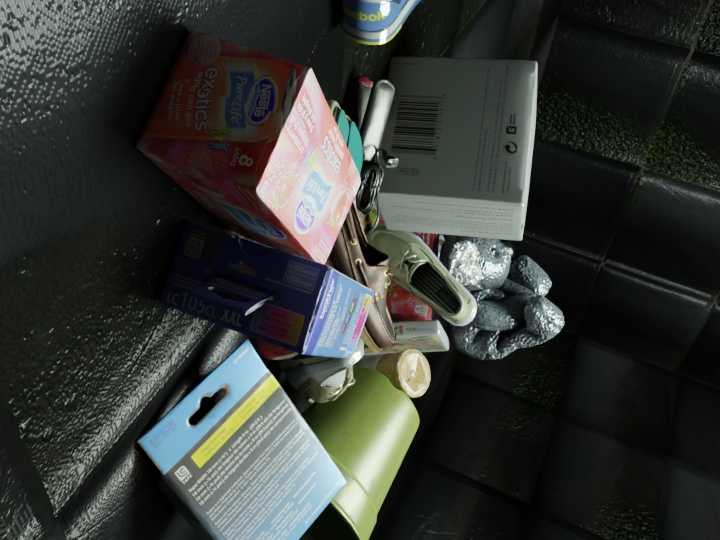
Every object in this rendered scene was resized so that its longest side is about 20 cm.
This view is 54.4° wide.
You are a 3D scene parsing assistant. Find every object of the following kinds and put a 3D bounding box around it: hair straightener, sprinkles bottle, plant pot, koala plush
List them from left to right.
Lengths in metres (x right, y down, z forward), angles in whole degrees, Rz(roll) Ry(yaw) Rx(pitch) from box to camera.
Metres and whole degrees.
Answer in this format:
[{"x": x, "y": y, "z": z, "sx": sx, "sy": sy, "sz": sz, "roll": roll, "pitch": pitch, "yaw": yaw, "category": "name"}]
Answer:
[{"x": -0.020, "y": 0.236, "z": 0.921, "sx": 0.190, "sy": 0.198, "sz": 0.202, "roll": -48, "pitch": 156, "yaw": -31, "category": "plant pot"}, {"x": 0.005, "y": -0.124, "z": 0.820, "sx": 0.040, "sy": 0.076, "sz": 0.204, "roll": 12, "pitch": 94, "yaw": -40, "category": "hair straightener"}, {"x": 0.013, "y": 0.161, "z": 1.040, "sx": 0.199, "sy": 0.068, "sz": 0.069, "roll": -19, "pitch": -147, "yaw": 48, "category": "sprinkles bottle"}, {"x": 0.187, "y": 0.017, "z": 1.089, "sx": 0.201, "sy": 0.182, "sz": 0.178, "roll": 56, "pitch": 17, "yaw": -21, "category": "koala plush"}]

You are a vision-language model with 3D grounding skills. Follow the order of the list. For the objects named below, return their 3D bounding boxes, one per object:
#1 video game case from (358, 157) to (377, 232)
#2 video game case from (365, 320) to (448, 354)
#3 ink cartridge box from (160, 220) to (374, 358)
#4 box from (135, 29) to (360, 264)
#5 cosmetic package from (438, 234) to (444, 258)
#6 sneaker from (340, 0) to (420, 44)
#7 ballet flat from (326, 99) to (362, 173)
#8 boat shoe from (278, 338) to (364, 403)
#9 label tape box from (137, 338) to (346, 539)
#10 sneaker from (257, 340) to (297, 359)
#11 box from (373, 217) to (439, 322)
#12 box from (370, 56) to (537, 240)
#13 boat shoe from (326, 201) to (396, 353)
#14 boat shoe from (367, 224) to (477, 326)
[{"x": -0.007, "y": -0.095, "z": 0.953, "sx": 0.200, "sy": 0.023, "sz": 0.185, "roll": 48, "pitch": 62, "yaw": -73, "category": "video game case"}, {"x": 0.035, "y": 0.103, "z": 1.033, "sx": 0.200, "sy": 0.178, "sz": 0.023, "roll": 49, "pitch": 38, "yaw": -73, "category": "video game case"}, {"x": -0.079, "y": 0.021, "z": 0.614, "sx": 0.200, "sy": 0.134, "sz": 0.078, "roll": 39, "pitch": 69, "yaw": -74, "category": "ink cartridge box"}, {"x": -0.075, "y": -0.085, "z": 0.560, "sx": 0.200, "sy": 0.101, "sz": 0.096, "roll": 57, "pitch": 55, "yaw": -73, "category": "box"}, {"x": 0.105, "y": -0.015, "z": 1.300, "sx": 0.091, "sy": 0.105, "sz": 0.200, "roll": -67, "pitch": 163, "yaw": -8, "category": "cosmetic package"}, {"x": 0.041, "y": -0.327, "z": 0.731, "sx": 0.083, "sy": 0.073, "sz": 0.202, "roll": 82, "pitch": 30, "yaw": -57, "category": "sneaker"}, {"x": -0.038, "y": -0.135, "z": 0.720, "sx": 0.200, "sy": 0.061, "sz": 0.069, "roll": 44, "pitch": 57, "yaw": -81, "category": "ballet flat"}, {"x": -0.037, "y": 0.117, "z": 0.840, "sx": 0.074, "sy": 0.069, "sz": 0.200, "roll": -32, "pitch": -179, "yaw": -23, "category": "boat shoe"}, {"x": -0.123, "y": 0.191, "z": 0.709, "sx": 0.144, "sy": 0.063, "sz": 0.202, "roll": -43, "pitch": 112, "yaw": -30, "category": "label tape box"}, {"x": -0.052, "y": 0.045, "z": 0.854, "sx": 0.200, "sy": 0.078, "sz": 0.082, "roll": -42, "pitch": 169, "yaw": -39, "category": "sneaker"}, {"x": 0.067, "y": -0.019, "z": 1.073, "sx": 0.096, "sy": 0.098, "sz": 0.204, "roll": 59, "pitch": 37, "yaw": -71, "category": "box"}, {"x": 0.129, "y": -0.161, "z": 0.934, "sx": 0.131, "sy": 0.196, "sz": 0.203, "roll": 55, "pitch": 42, "yaw": -70, "category": "box"}, {"x": 0.000, "y": 0.000, "z": 0.779, "sx": 0.071, "sy": 0.069, "sz": 0.202, "roll": -102, "pitch": 165, "yaw": -65, "category": "boat shoe"}, {"x": 0.080, "y": -0.002, "z": 0.965, "sx": 0.072, "sy": 0.199, "sz": 0.062, "roll": -51, "pitch": 157, "yaw": 1, "category": "boat shoe"}]
